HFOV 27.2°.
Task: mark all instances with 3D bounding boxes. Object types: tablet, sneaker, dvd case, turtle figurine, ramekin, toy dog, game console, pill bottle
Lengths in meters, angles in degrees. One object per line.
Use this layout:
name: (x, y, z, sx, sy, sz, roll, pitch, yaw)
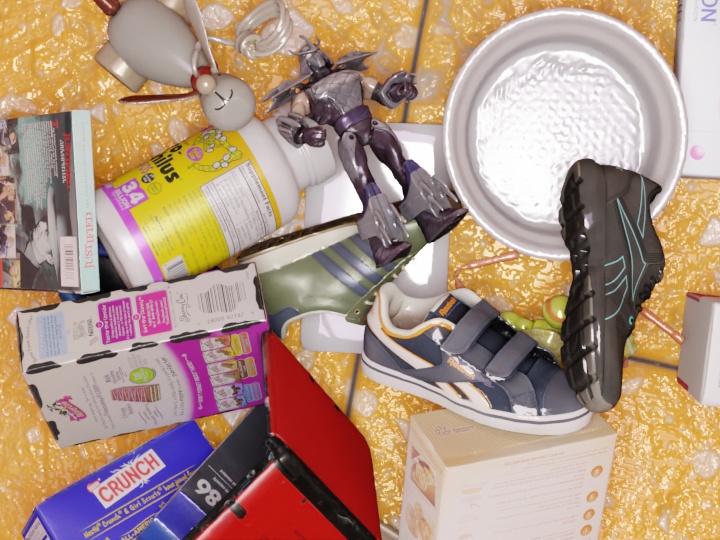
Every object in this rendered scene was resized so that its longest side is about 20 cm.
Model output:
tablet: (0.013, -0.028, 1.302, 0.128, 0.014, 0.203, 3, 93, 5)
sneaker: (0.000, 0.000, 1.270, 0.197, 0.067, 0.091, -16, 100, 6)
sneaker: (0.090, 0.067, 1.174, 0.198, 0.078, 0.080, 15, 118, 22)
dvd case: (-0.281, -0.056, 1.252, 0.022, 0.199, 0.148, -5, 94, -39)
sneaker: (0.198, 0.010, 1.143, 0.078, 0.075, 0.203, 6, 72, -11)
turtle figurine: (0.156, 0.076, 1.236, 0.197, 0.065, 0.162, 15, 132, -5)
ramekin: (0.167, -0.112, 1.243, 0.197, 0.098, 0.204, 0, 93, 4)
toy dog: (-0.162, -0.188, 1.226, 0.198, 0.096, 0.133, 11, 73, 43)
game console: (-0.064, 0.183, 1.186, 0.172, 0.200, 0.119, -44, 46, -6)
pill bottle: (-0.122, -0.064, 1.243, 0.199, 0.104, 0.105, -31, 91, -13)

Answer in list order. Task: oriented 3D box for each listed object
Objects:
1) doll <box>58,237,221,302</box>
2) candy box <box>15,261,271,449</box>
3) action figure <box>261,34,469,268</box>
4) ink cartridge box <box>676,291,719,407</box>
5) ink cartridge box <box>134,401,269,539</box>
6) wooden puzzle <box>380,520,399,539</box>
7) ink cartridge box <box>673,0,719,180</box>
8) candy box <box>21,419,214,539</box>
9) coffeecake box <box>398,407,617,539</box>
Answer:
doll: (-0.206, -0.013, 1.301, 0.198, 0.048, 0.138, 25, 86, 0)
candy box: (-0.169, 0.071, 1.223, 0.197, 0.137, 0.062, -12, 57, -5)
action figure: (0.003, -0.108, 1.204, 0.129, 0.069, 0.202, -28, 82, -19)
ink cartridge box: (0.370, 0.072, 1.216, 0.197, 0.145, 0.085, 7, 92, 3)
ink cartridge box: (-0.091, 0.188, 1.243, 0.099, 0.200, 0.039, 43, 137, -1)
wooden puzzle: (0.002, 0.320, 1.307, 0.198, 0.046, 0.187, 29, 95, 2)
ink cartridge box: (0.364, -0.173, 1.253, 0.197, 0.043, 0.200, 2, 93, 6)
candy box: (-0.159, 0.251, 1.238, 0.168, 0.077, 0.201, -26, 78, -36)
coffeecake box: (0.113, 0.207, 1.212, 0.151, 0.073, 0.202, -8, 122, -21)
